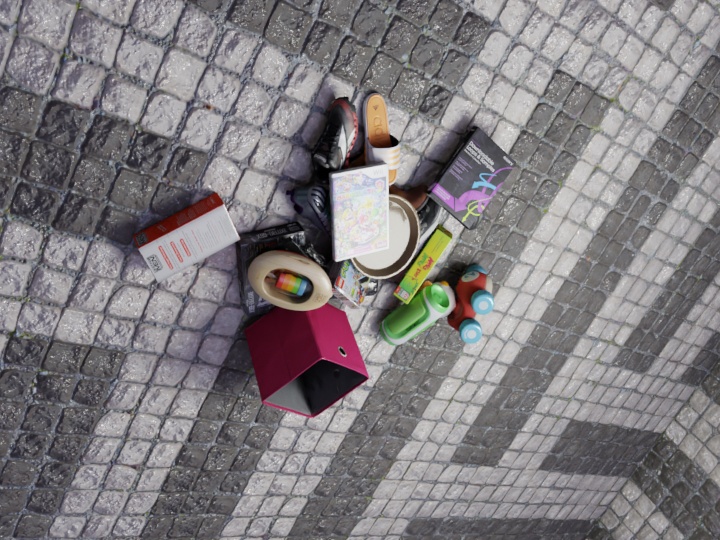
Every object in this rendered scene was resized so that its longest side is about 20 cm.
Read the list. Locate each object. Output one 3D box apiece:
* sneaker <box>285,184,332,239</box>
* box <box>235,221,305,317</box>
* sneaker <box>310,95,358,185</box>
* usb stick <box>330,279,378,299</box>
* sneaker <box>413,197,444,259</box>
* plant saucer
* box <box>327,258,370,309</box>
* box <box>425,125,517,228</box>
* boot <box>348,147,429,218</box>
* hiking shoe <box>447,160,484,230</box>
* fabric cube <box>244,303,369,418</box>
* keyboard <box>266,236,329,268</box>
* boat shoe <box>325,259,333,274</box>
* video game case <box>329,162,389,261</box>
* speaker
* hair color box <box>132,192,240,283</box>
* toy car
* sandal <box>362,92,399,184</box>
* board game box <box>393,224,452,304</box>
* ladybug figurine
[{"bbox_3d":[-0.100,-0.136,1.651,0.201,0.086,0.076,60,41,-57],"label":"sneaker"},{"bbox_3d":[-0.206,-0.001,1.673,0.155,0.050,0.203,-15,127,-22],"label":"box"},{"bbox_3d":[-0.059,-0.271,1.547,0.098,0.070,0.203,-31,141,-51],"label":"sneaker"},{"bbox_3d":[-0.045,0.045,1.814,0.197,0.033,0.056,-4,116,-29],"label":"usb stick"},{"bbox_3d":[0.135,-0.122,1.783,0.086,0.076,0.202,16,112,-31],"label":"sneaker"},{"bbox_3d":[0.051,-0.081,1.679,0.197,0.029,0.204,-9,110,-26],"label":"plant saucer"},{"bbox_3d":[-0.014,-0.023,1.703,0.110,0.034,0.203,40,58,-41],"label":"box"},{"bbox_3d":[0.269,-0.225,1.740,0.142,0.036,0.201,35,90,-21],"label":"box"},{"bbox_3d":[0.066,-0.218,1.699,0.186,0.068,0.202,-29,119,-12],"label":"boot"},{"bbox_3d":[0.255,-0.193,1.813,0.099,0.076,0.203,-14,117,-14],"label":"hiking shoe"},{"bbox_3d":[-0.128,0.200,1.711,0.199,0.201,0.195,-36,141,20],"label":"fabric cube"},{"bbox_3d":[-0.128,-0.013,1.667,0.103,0.040,0.200,-24,135,15],"label":"keyboard"},{"bbox_3d":[0.000,0.000,1.792,0.197,0.071,0.067,-14,149,-28],"label":"boat shoe"},{"bbox_3d":[-0.001,-0.130,1.597,0.141,0.018,0.204,-14,117,-25],"label":"video game case"},{"bbox_3d":[0.141,0.119,1.896,0.088,0.090,0.199,19,135,-38],"label":"speaker"},{"bbox_3d":[-0.366,-0.070,1.523,0.198,0.061,0.103,-29,131,-12],"label":"hair color box"},{"bbox_3d":[0.241,0.070,1.943,0.197,0.185,0.179,16,115,-6],"label":"toy car"},{"bbox_3d":[0.048,-0.285,1.597,0.078,0.059,0.210,-21,115,-22],"label":"sandal"},{"bbox_3d":[0.161,-0.018,1.845,0.047,0.102,0.201,34,103,2],"label":"board game box"},{"bbox_3d":[-0.153,0.017,1.600,0.197,0.072,0.137,23,119,-17],"label":"ladybug figurine"}]
